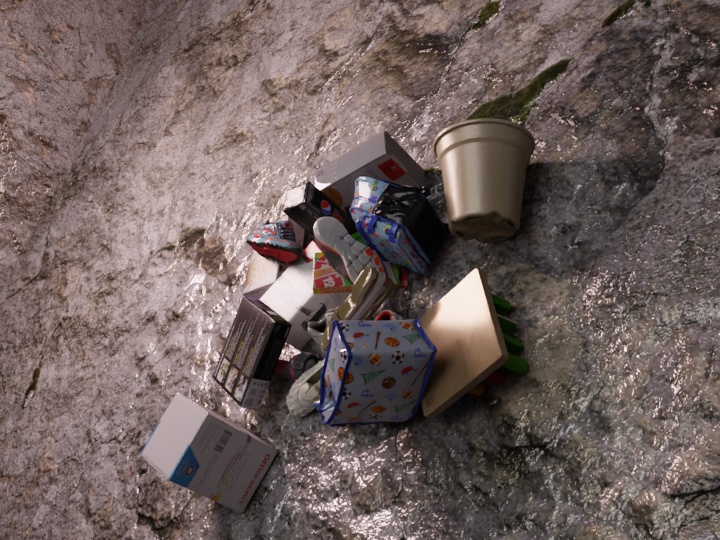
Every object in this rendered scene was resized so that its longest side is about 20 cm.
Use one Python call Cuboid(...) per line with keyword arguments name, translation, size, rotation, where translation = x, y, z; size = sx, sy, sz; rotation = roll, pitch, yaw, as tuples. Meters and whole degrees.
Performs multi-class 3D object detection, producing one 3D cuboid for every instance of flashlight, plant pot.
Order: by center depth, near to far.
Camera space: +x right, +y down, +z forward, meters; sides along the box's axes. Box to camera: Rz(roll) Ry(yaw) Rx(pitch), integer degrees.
Cuboid(name="plant pot", translation=(0.238, -0.160, 1.597), size=(0.200, 0.200, 0.185), rotation=(-14, 62, 37))
Cuboid(name="flashlight", translation=(-0.170, 0.203, 1.786), size=(0.199, 0.068, 0.068), rotation=(3, 80, 43))

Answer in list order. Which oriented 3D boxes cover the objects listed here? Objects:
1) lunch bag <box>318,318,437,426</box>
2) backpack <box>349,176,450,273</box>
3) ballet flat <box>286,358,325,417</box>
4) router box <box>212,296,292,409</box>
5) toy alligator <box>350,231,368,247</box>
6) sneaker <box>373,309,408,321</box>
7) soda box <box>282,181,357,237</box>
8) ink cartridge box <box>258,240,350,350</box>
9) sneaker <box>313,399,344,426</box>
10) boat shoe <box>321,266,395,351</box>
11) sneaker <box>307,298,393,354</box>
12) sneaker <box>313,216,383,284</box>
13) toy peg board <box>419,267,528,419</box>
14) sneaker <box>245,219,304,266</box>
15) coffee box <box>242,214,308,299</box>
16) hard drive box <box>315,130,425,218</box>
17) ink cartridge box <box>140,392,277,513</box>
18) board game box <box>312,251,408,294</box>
Cuboid(name="lunch bag", translation=(0.022, 0.187, 1.457), size=(0.124, 0.169, 0.201), rotation=(-115, 30, -54))
Cuboid(name="backpack", translation=(0.059, -0.100, 1.685), size=(0.199, 0.183, 0.135), rotation=(22, 73, 34))
Cuboid(name="ballet flat", translation=(-0.080, 0.221, 1.672), size=(0.200, 0.072, 0.072), rotation=(-47, 38, 6))
Cuboid(name="router box", translation=(-0.236, 0.175, 1.784), size=(0.149, 0.051, 0.201), rotation=(31, 102, 49))
Cuboid(name="toy alligator", translation=(0.019, -0.070, 1.801), size=(0.199, 0.059, 0.054), rotation=(-32, 71, -19))
Cuboid(name="sneaker", translation=(0.043, 0.175, 1.565), size=(0.067, 0.108, 0.202), rotation=(-2, 59, 44))
Cuboid(name="soda box", translation=(-0.080, -0.111, 1.846), size=(0.071, 0.200, 0.064), rotation=(-18, 47, 35))
Cuboid(name="ink cartridge box", translation=(-0.122, 0.056, 1.848), size=(0.200, 0.084, 0.144), rotation=(-46, 39, 4))
Cuboid(name="sneaker", translation=(-0.032, 0.196, 1.596), size=(0.077, 0.076, 0.201), rotation=(20, 93, 17))
Cuboid(name="boat shoe", translation=(-0.005, 0.089, 1.629), size=(0.200, 0.068, 0.075), rotation=(-55, 24, 22))
Cuboid(name="sneaker", translation=(-0.022, 0.108, 1.703), size=(0.199, 0.087, 0.075), rotation=(-30, 39, 23))
Cuboid(name="sneaker", translation=(-0.024, -0.021, 1.702), size=(0.077, 0.200, 0.082), rotation=(-34, -9, -24))
Cuboid(name="toy peg board", translation=(0.196, 0.141, 1.472), size=(0.199, 0.097, 0.201), rotation=(-46, 35, 33))
Cuboid(name="sneaker", translation=(-0.186, -0.078, 1.896), size=(0.200, 0.079, 0.096), rotation=(18, 67, 50))
Cuboid(name="coffee box", translation=(-0.203, -0.021, 1.994), size=(0.114, 0.080, 0.201), rotation=(-18, 48, 34))
Cuboid(name="hard drive box", translation=(0.021, -0.199, 1.852), size=(0.199, 0.156, 0.077), rotation=(-27, 44, 28))
Cuboid(name="ink cartridge box", translation=(-0.306, 0.371, 1.684), size=(0.146, 0.200, 0.147), rotation=(16, 72, 51))
Cuboid(name="board game box", translation=(0.000, 0.000, 1.739), size=(0.199, 0.030, 0.096), rotation=(-2, 53, 3))
